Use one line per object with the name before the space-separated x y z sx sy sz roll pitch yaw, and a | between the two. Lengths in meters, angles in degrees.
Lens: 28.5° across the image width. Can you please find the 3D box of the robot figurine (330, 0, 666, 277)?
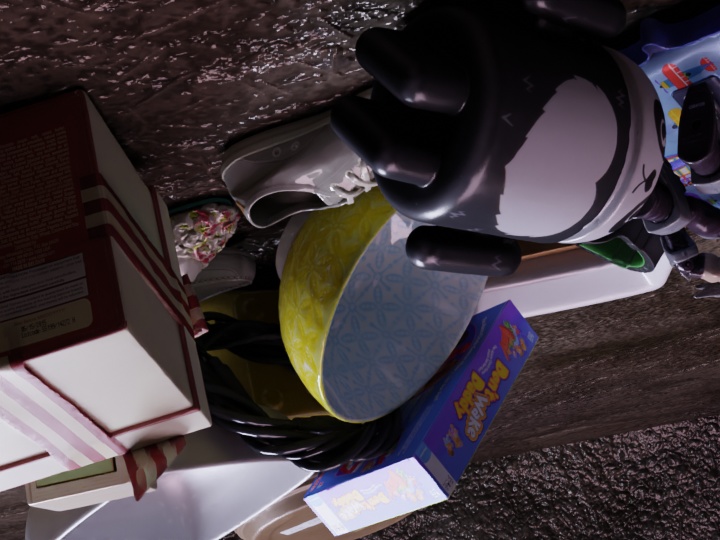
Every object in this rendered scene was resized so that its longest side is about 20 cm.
robot figurine | 0.084 -0.081 0.813 0.198 0.126 0.150 8 154 -34

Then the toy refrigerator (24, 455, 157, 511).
toy refrigerator | -0.199 0.057 0.984 0.075 0.203 0.070 -12 166 5

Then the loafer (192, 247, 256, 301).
loafer | -0.176 0.030 1.157 0.198 0.071 0.070 -16 165 16

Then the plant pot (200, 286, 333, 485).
plant pot | -0.080 0.106 1.303 0.193 0.197 0.200 -4 159 -26

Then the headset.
headset | 0.132 -0.048 1.009 0.199 0.095 0.123 37 172 -33

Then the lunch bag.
lunch bag | 0.240 -0.122 0.922 0.150 0.095 0.199 -21 150 38

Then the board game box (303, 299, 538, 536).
board game box | 0.052 0.119 1.164 0.134 0.045 0.200 -27 -162 43

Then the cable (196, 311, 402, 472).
cable | -0.066 0.093 1.109 0.198 0.164 0.051 19 119 -5

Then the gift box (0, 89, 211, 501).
gift box | -0.200 0.038 0.855 0.182 0.202 0.187 -13 155 6

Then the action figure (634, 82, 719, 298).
action figure | 0.246 -0.037 0.930 0.129 0.070 0.199 -26 142 28

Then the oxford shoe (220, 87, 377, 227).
oxford shoe | 0.000 -0.077 0.922 0.198 0.058 0.075 -20 160 21

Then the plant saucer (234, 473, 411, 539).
plant saucer | -0.025 0.224 1.339 0.197 0.030 0.201 -13 156 -6

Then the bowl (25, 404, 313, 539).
bowl | -0.154 0.164 1.131 0.199 0.075 0.199 7 145 -47

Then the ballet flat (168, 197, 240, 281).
ballet flat | -0.174 0.004 1.078 0.198 0.065 0.075 -18 162 22

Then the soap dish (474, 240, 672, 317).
soap dish | 0.171 -0.019 1.221 0.197 0.082 0.157 -13 166 3

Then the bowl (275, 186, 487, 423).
bowl | 0.000 0.000 1.061 0.107 0.202 0.199 30 -172 30
